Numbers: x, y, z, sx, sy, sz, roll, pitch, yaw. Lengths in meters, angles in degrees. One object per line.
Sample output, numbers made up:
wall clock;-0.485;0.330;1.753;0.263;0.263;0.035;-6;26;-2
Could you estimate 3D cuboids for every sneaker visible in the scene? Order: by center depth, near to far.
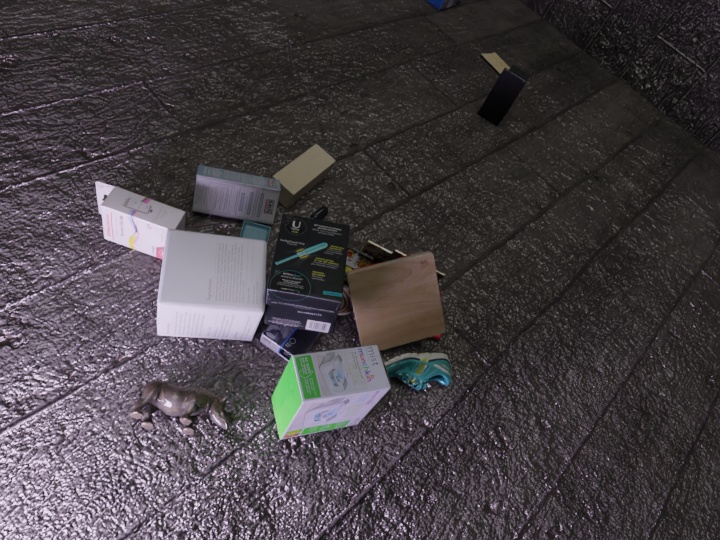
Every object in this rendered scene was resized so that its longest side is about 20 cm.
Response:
sneaker;0.122;0.229;1.209;0.199;0.078;0.080;0;64;-22

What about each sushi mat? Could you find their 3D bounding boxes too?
sushi mat;0.599;-0.854;2.259;0.095;0.012;0.200;-22;66;-33

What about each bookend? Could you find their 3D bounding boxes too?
bookend;0.546;-0.674;1.979;0.092;0.200;0.199;34;50;4

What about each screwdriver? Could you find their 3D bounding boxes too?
screwdriver;-0.148;-0.115;1.381;0.200;0.028;0.029;-40;105;-42

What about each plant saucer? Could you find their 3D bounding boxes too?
plant saucer;-0.266;-0.034;1.281;0.069;0.019;0.201;14;52;-12

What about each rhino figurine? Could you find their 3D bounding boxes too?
rhino figurine;-0.321;0.257;1.010;0.199;0.060;0.088;14;40;-17

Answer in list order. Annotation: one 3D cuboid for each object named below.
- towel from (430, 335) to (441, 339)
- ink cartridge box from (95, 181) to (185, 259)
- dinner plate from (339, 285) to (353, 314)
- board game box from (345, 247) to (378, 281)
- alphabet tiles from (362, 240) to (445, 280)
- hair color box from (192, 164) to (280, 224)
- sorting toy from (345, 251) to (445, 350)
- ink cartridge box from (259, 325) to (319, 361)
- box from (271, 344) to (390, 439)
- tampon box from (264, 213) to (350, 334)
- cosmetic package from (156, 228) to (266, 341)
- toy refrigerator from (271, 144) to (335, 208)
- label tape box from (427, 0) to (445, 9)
towel;0.111;0.091;1.340;0.199;0.023;0.145;14;53;-10
ink cartridge box;-0.494;-0.106;1.175;0.199;0.117;0.068;20;50;-6
dinner plate;-0.101;0.044;1.247;0.199;0.024;0.200;27;22;-12
board game box;0.000;0.000;1.337;0.199;0.024;0.105;25;42;7
alphabet tiles;0.099;-0.016;1.329;0.199;0.167;0.008;27;76;-2
hair color box;-0.304;-0.185;1.317;0.199;0.099;0.061;9;33;-16
sorting toy;0.078;0.067;1.233;0.199;0.200;0.070;-14;19;-7
ink cartridge box;-0.129;0.112;1.214;0.099;0.039;0.200;33;49;5
box;-0.064;0.236;1.042;0.175;0.200;0.097;-2;56;-25
tampon box;-0.110;0.006;1.115;0.149;0.127;0.201;10;52;-6
cosmetic package;-0.305;0.035;1.101;0.199;0.167;0.167;6;61;-19
toy refrigerator;-0.160;-0.257;1.460;0.076;0.070;0.200;40;51;1
label tape box;0.375;-1.271;2.446;0.144;0.063;0.200;44;51;13
